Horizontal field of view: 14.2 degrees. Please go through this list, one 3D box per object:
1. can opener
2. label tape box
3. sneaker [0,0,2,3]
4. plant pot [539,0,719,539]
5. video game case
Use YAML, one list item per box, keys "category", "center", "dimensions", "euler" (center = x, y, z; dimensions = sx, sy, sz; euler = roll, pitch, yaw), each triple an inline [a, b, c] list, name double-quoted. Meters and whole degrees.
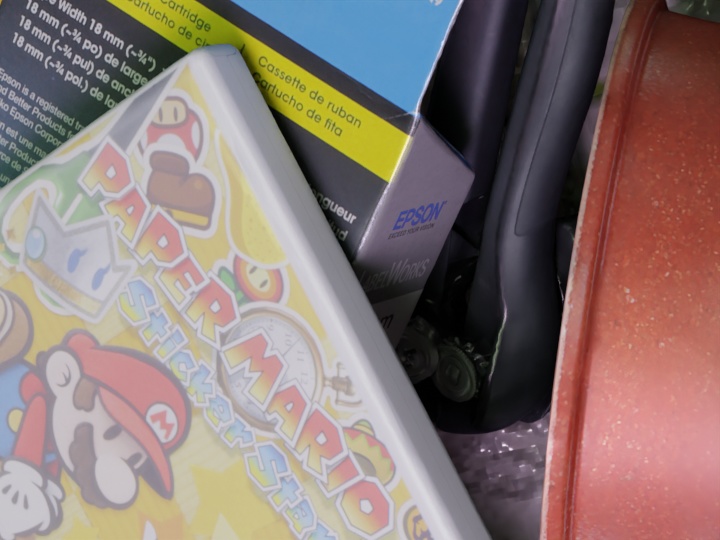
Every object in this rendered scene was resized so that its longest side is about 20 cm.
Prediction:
- category: "can opener"
  center: [0.042, -0.030, 0.882]
  dimensions: [0.063, 0.079, 0.200]
  euler: [23, 132, 25]
- category: "label tape box"
  center: [-0.046, -0.032, 0.863]
  dimensions: [0.144, 0.063, 0.200]
  euler: [34, 114, 22]
- category: "sneaker"
  center: [-0.167, -0.029, 0.960]
  dimensions: [0.077, 0.078, 0.200]
  euler: [7, 127, -20]
- category: "plant pot"
  center: [0.163, 0.029, 0.826]
  dimensions: [0.195, 0.201, 0.201]
  euler: [7, 103, 11]
- category: "video game case"
  center: [-0.059, 0.065, 0.835]
  dimensions: [0.182, 0.023, 0.200]
  euler: [-33, 80, 32]
